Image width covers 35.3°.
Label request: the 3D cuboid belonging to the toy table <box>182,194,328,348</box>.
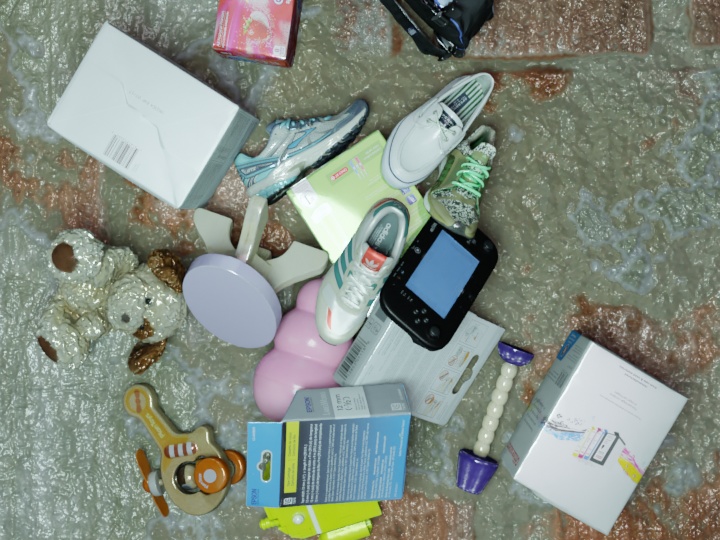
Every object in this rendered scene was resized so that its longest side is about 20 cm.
[{"bbox_3d":[-0.145,0.001,1.424,0.183,0.200,0.118,25,63,-3],"label":"toy table"}]

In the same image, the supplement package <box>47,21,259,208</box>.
[{"bbox_3d":[-0.253,-0.187,1.421,0.190,0.200,0.148,33,94,0],"label":"supplement package"}]

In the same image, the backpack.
[{"bbox_3d":[0.090,-0.385,1.416,0.190,0.200,0.154,40,88,6],"label":"backpack"}]

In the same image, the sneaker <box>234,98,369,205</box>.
[{"bbox_3d":[-0.079,-0.172,1.481,0.199,0.078,0.087,-36,88,3],"label":"sneaker"}]

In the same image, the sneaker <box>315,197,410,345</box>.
[{"bbox_3d":[0.001,0.000,1.390,0.070,0.093,0.201,29,90,-2],"label":"sneaker"}]

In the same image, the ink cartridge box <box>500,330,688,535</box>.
[{"bbox_3d":[0.294,0.204,1.454,0.144,0.147,0.201,30,93,-1],"label":"ink cartridge box"}]

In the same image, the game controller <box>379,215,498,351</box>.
[{"bbox_3d":[0.097,0.007,1.378,0.104,0.042,0.200,46,49,-12],"label":"game controller"}]

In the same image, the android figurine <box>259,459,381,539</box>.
[{"bbox_3d":[-0.047,0.288,1.496,0.198,0.041,0.183,-16,118,0],"label":"android figurine"}]

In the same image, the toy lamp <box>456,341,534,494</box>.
[{"bbox_3d":[0.176,0.198,1.502,0.058,0.058,0.202,20,94,0],"label":"toy lamp"}]

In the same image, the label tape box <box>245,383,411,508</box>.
[{"bbox_3d":[-0.043,0.217,1.396,0.198,0.066,0.144,-1,124,-8],"label":"label tape box"}]

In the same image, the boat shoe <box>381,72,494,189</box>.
[{"bbox_3d":[0.098,-0.188,1.435,0.073,0.067,0.200,42,63,-11],"label":"boat shoe"}]

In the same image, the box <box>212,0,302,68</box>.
[{"bbox_3d":[-0.124,-0.371,1.460,0.099,0.095,0.202,9,93,2],"label":"box"}]

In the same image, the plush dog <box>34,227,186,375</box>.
[{"bbox_3d":[-0.305,0.033,1.455,0.171,0.161,0.201,21,118,5],"label":"plush dog"}]

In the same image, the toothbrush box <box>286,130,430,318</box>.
[{"bbox_3d":[0.017,-0.059,1.478,0.145,0.086,0.201,-34,91,1],"label":"toothbrush box"}]

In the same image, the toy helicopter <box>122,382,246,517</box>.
[{"bbox_3d":[-0.258,0.242,1.518,0.132,0.079,0.200,-41,81,12],"label":"toy helicopter"}]

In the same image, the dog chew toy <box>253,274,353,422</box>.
[{"bbox_3d":[-0.064,0.104,1.476,0.124,0.125,0.202,18,85,0],"label":"dog chew toy"}]

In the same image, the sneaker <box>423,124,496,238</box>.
[{"bbox_3d":[0.133,-0.120,1.412,0.076,0.201,0.089,24,128,-9],"label":"sneaker"}]

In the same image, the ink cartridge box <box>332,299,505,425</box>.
[{"bbox_3d":[0.079,0.105,1.466,0.050,0.199,0.163,38,100,44],"label":"ink cartridge box"}]
